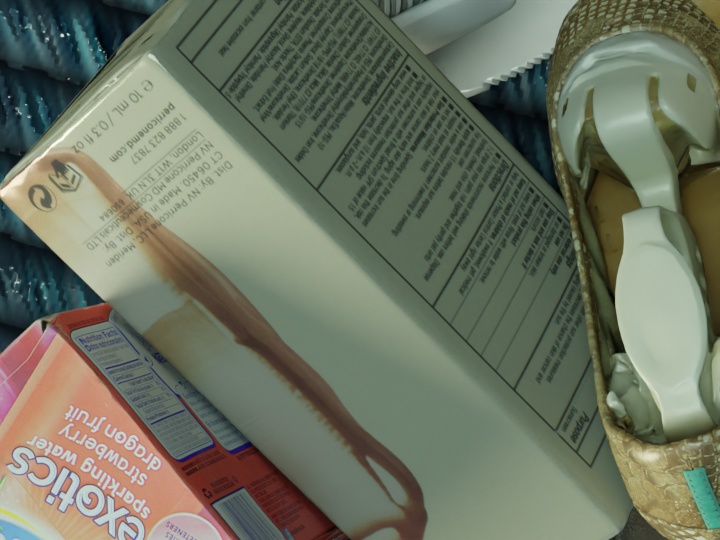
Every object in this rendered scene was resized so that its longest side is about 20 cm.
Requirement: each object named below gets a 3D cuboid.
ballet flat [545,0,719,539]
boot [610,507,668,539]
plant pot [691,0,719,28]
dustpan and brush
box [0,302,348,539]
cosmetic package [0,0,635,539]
[{"bbox_3d":[0.092,-0.017,0.729,0.070,0.065,0.201,-18,60,12],"label":"ballet flat"},{"bbox_3d":[0.130,0.088,0.779,0.200,0.069,0.175,29,108,52],"label":"boot"},{"bbox_3d":[0.137,-0.103,0.749,0.027,0.200,0.201,-4,93,-10],"label":"plant pot"},{"bbox_3d":[-0.001,-0.076,0.832,0.200,0.139,0.057,-27,62,42],"label":"dustpan and brush"},{"bbox_3d":[-0.067,0.072,0.798,0.095,0.200,0.103,-42,84,13],"label":"box"},{"bbox_3d":[0.000,0.000,0.756,0.200,0.103,0.087,46,129,-9],"label":"cosmetic package"}]
